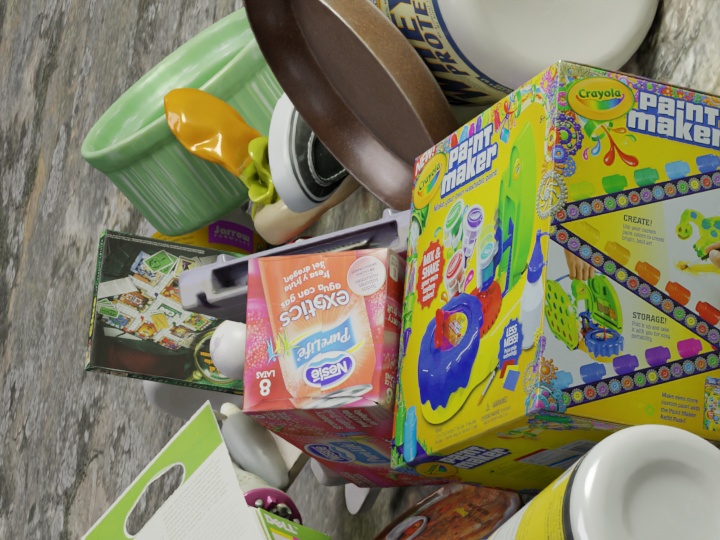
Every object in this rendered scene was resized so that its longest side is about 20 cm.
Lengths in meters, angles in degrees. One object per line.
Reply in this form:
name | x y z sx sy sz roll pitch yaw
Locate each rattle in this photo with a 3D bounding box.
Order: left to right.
rattle | -0.040 -0.106 1.851 0.144 0.130 0.200 60 160 -4

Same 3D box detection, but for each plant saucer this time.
plant saucer | 0.002 -0.115 1.603 0.034 0.201 0.200 -40 13 -15

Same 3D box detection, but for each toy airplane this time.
toy airplane | -0.038 0.073 1.790 0.199 0.140 0.202 -176 96 -70

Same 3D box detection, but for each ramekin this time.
ramekin | -0.116 -0.118 2.039 0.199 0.098 0.200 -34 17 12

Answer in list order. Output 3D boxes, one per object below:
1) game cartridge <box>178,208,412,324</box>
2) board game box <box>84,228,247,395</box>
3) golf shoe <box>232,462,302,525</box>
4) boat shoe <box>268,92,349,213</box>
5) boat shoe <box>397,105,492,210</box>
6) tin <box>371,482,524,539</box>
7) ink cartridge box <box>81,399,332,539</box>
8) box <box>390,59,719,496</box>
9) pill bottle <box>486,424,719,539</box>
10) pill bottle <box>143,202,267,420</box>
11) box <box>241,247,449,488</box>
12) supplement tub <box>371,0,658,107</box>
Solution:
game cartridge | 0.000 0.000 1.624 0.199 0.129 0.039 -15 77 32
board game box | -0.103 0.038 1.900 0.023 0.198 0.106 152 126 -65
golf shoe | -0.073 0.222 1.841 0.091 0.075 0.201 41 145 51
boat shoe | 0.000 -0.116 1.767 0.068 0.074 0.200 -12 29 34
boat shoe | 0.054 -0.103 1.727 0.063 0.071 0.202 126 150 -62
tin | 0.050 0.178 1.547 0.042 0.112 0.200 56 172 -8
ink cartridge box | -0.089 0.207 1.652 0.148 0.075 0.201 -48 42 21
box | 0.115 0.012 1.428 0.200 0.121 0.194 148 130 -64
pill bottle | 0.122 0.168 1.346 0.200 0.111 0.113 130 145 -55
pill bottle | -0.128 0.016 2.121 0.104 0.103 0.201 128 145 -53
box | 0.007 0.064 1.582 0.200 0.095 0.101 39 -131 -62
supplement tub | 0.082 -0.176 1.573 0.200 0.144 0.146 -179 99 -70
